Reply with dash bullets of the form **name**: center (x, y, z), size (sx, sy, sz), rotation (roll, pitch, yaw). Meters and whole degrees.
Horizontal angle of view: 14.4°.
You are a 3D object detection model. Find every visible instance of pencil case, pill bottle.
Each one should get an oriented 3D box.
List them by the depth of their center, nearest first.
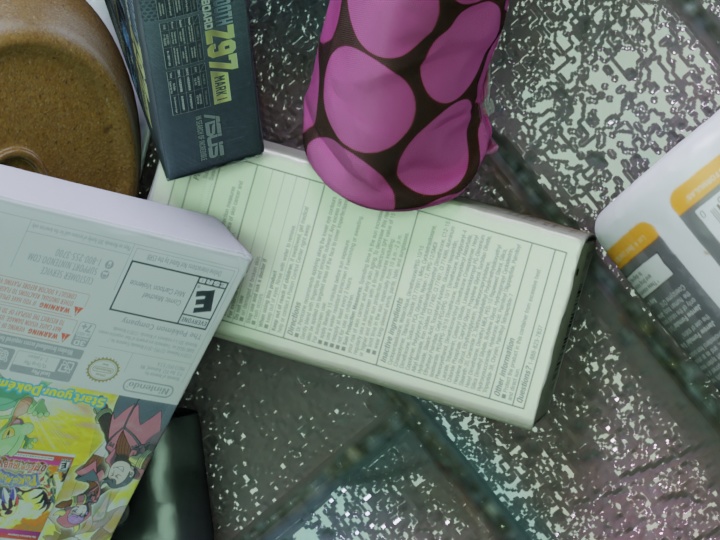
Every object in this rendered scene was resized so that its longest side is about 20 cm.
- **pencil case**: center (0.035, -0.124, 1.218), size (0.093, 0.091, 0.200), rotation (0, 134, -18)
- **pill bottle**: center (0.206, 0.020, 1.261), size (0.116, 0.116, 0.200), rotation (-40, 86, 8)

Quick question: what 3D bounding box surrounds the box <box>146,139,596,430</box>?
- **box**: center (0.000, 0.000, 1.311), size (0.199, 0.078, 0.095), rotation (18, 95, 8)

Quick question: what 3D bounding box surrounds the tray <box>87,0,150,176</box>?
- **tray**: center (-0.153, -0.064, 1.361), size (0.107, 0.022, 0.201), rotation (14, 94, 7)

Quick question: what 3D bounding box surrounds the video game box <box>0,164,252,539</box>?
- **video game box**: center (-0.169, 0.043, 1.224), size (0.047, 0.200, 0.183), rotation (44, 113, 48)

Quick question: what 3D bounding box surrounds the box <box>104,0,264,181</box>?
- **box**: center (-0.091, -0.159, 1.224), size (0.051, 0.200, 0.158), rotation (-16, 56, -7)

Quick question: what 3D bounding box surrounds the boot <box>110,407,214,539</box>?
- **boot**: center (-0.069, 0.161, 1.330), size (0.164, 0.066, 0.201), rotation (-10, 87, 16)

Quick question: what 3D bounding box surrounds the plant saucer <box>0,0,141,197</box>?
- **plant saucer**: center (-0.165, -0.037, 1.260), size (0.035, 0.200, 0.201), rotation (19, 95, 43)
